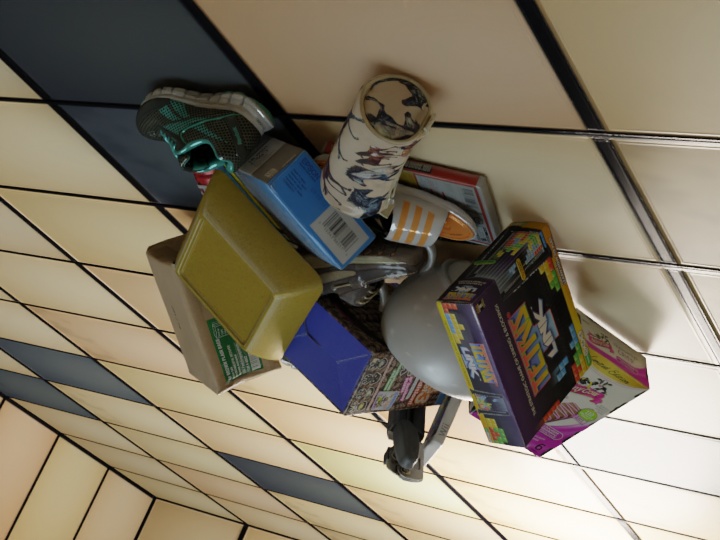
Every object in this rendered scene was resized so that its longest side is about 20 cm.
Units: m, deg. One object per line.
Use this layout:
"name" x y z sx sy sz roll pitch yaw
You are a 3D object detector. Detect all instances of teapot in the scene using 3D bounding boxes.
"teapot" 0.128 0.052 1.634 0.200 0.146 0.198 7 -146 -41

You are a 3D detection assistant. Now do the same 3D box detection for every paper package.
"paper package" -0.210 0.053 1.860 0.191 0.103 0.201 19 129 70

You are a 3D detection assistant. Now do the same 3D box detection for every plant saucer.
"plant saucer" -0.154 0.006 1.635 0.200 0.048 0.200 47 143 11

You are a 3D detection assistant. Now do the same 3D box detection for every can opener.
"can opener" 0.068 0.198 1.744 0.053 0.200 0.067 22 124 -10

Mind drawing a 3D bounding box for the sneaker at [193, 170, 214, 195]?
"sneaker" -0.179 -0.079 1.680 0.071 0.113 0.200 11 156 44

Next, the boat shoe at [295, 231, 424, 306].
"boat shoe" 0.000 0.000 1.598 0.200 0.074 0.074 0 115 43

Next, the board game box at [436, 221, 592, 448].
"board game box" 0.179 0.071 1.497 0.057 0.165 0.200 3 126 41

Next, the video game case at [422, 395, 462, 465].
"video game case" 0.131 0.162 1.805 0.018 0.200 0.143 25 159 1

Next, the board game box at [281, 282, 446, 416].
"board game box" 0.015 0.098 1.726 0.200 0.097 0.159 0 -147 -49

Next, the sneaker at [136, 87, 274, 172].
"sneaker" -0.196 -0.157 1.526 0.200 0.091 0.078 5 151 40

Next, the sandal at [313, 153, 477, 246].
"sandal" 0.031 -0.065 1.517 0.206 0.059 0.079 23 159 3

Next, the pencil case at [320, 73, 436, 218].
"pencil case" 0.018 -0.127 1.388 0.089 0.078 0.200 21 154 -4

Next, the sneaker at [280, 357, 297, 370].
"sneaker" -0.033 0.110 1.879 0.199 0.078 0.091 17 156 -11

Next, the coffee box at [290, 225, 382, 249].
"coffee box" -0.050 -0.028 1.762 0.123 0.044 0.200 26 159 -3

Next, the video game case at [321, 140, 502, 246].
"video game case" 0.063 -0.088 1.540 0.199 0.017 0.143 15 157 22

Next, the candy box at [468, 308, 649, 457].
"candy box" 0.257 0.151 1.722 0.136 0.061 0.200 33 127 -24

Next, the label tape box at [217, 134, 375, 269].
"label tape box" -0.085 -0.089 1.571 0.144 0.063 0.200 50 169 -28
